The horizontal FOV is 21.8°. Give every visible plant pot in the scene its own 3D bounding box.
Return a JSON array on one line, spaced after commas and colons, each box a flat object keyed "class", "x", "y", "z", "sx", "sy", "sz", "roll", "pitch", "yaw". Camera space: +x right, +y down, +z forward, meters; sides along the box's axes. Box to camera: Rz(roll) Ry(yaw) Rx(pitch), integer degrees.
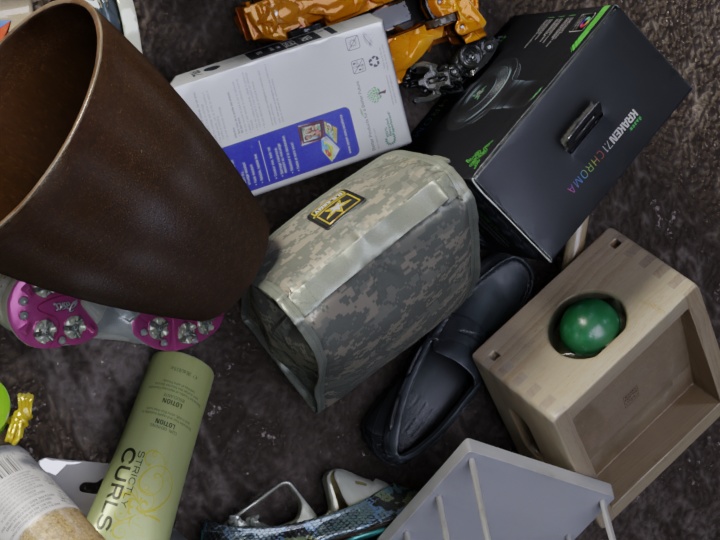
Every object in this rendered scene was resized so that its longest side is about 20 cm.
[{"class": "plant pot", "x": -0.162, "y": -0.052, "z": 1.271, "sx": 0.199, "sy": 0.186, "sz": 0.188, "roll": 33, "pitch": 83, "yaw": -35}]

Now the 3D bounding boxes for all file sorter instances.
[{"class": "file sorter", "x": 0.093, "y": 0.252, "z": 1.420, "sx": 0.138, "sy": 0.125, "sz": 0.200, "roll": 19, "pitch": 128, "yaw": -26}]

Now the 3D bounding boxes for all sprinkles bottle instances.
[{"class": "sprinkles bottle", "x": -0.233, "y": 0.178, "z": 1.317, "sx": 0.068, "sy": 0.200, "sz": 0.069, "roll": -28, "pitch": 139, "yaw": -28}]

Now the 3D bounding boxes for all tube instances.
[{"class": "tube", "x": -0.158, "y": 0.157, "z": 1.375, "sx": 0.052, "sy": 0.057, "sz": 0.202, "roll": 51, "pitch": 47, "yaw": -46}]

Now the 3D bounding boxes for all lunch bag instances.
[{"class": "lunch bag", "x": 0.000, "y": 0.000, "z": 1.375, "sx": 0.163, "sy": 0.200, "sz": 0.118, "roll": -37, "pitch": 79, "yaw": -13}]

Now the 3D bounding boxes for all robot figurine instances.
[{"class": "robot figurine", "x": 0.009, "y": -0.191, "z": 1.445, "sx": 0.198, "sy": 0.058, "sz": 0.146, "roll": -22, "pitch": 102, "yaw": -16}]

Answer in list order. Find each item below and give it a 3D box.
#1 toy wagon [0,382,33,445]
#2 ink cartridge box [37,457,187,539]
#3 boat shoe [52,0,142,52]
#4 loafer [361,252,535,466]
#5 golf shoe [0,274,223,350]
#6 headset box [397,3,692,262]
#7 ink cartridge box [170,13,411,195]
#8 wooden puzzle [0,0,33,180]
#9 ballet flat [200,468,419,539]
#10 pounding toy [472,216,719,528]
[{"class": "toy wagon", "x": -0.329, "y": 0.082, "z": 1.319, "sx": 0.198, "sy": 0.040, "sz": 0.157, "roll": 18, "pitch": 69, "yaw": -5}, {"class": "ink cartridge box", "x": -0.198, "y": 0.249, "z": 1.403, "sx": 0.115, "sy": 0.067, "sz": 0.202, "roll": 7, "pitch": 92, "yaw": -19}, {"class": "boat shoe", "x": -0.187, "y": -0.110, "z": 1.369, "sx": 0.061, "sy": 0.075, "sz": 0.202, "roll": -10, "pitch": 108, "yaw": -15}, {"class": "loafer", "x": 0.078, "y": 0.071, "z": 1.485, "sx": 0.068, "sy": 0.070, "sz": 0.201, "roll": 39, "pitch": 81, "yaw": -17}, {"class": "golf shoe", "x": -0.191, "y": 0.017, "z": 1.387, "sx": 0.199, "sy": 0.091, "sz": 0.076, "roll": 5, "pitch": 94, "yaw": -43}, {"class": "headset box", "x": 0.133, "y": -0.105, "z": 1.422, "sx": 0.093, "sy": 0.200, "sz": 0.174, "roll": 44, "pitch": 81, "yaw": -18}, {"class": "ink cartridge box", "x": -0.067, "y": -0.113, "z": 1.382, "sx": 0.198, "sy": 0.039, "sz": 0.100, "roll": -19, "pitch": 111, "yaw": -13}, {"class": "wooden puzzle", "x": -0.309, "y": -0.104, "z": 1.325, "sx": 0.183, "sy": 0.046, "sz": 0.202, "roll": -7, "pitch": 84, "yaw": -20}, {"class": "ballet flat", "x": -0.033, "y": 0.191, "z": 1.461, "sx": 0.198, "sy": 0.074, "sz": 0.075, "roll": -16, "pitch": 100, "yaw": -21}, {"class": "pounding toy", "x": 0.186, "y": 0.053, "z": 1.480, "sx": 0.184, "sy": 0.142, "sz": 0.201, "roll": -41, "pitch": 137, "yaw": -12}]
